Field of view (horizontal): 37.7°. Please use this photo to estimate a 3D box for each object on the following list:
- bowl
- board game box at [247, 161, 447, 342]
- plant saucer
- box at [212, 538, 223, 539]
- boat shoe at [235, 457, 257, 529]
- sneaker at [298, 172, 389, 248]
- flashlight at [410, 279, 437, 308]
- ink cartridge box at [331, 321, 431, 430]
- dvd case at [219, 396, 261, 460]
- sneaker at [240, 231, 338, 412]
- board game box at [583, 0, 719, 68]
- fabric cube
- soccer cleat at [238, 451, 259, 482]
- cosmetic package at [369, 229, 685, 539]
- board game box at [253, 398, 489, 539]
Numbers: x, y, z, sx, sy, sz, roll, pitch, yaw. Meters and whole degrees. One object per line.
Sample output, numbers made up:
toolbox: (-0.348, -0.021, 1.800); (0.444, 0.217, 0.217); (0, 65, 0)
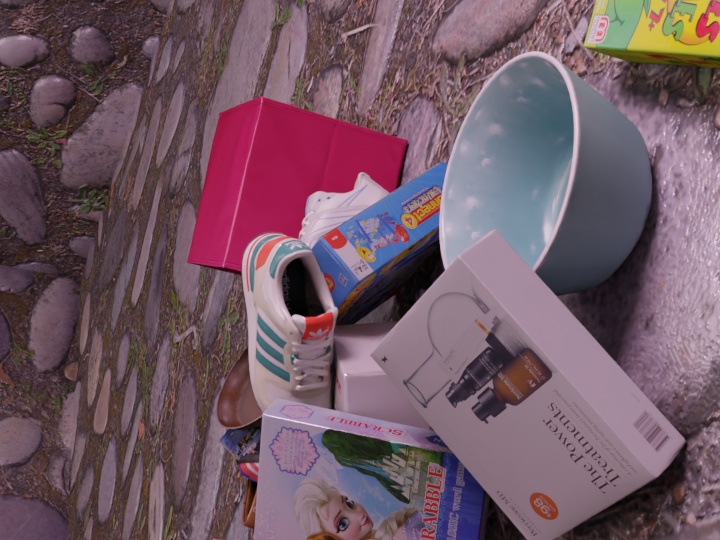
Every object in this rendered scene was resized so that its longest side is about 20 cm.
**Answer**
bowl: (0.155, -0.062, 0.838); (0.201, 0.104, 0.202); (-169, 90, -68)
board game box: (0.000, 0.000, 1.084); (0.056, 0.196, 0.200); (48, 140, 8)
plant saucer: (-0.111, 0.133, 1.395); (0.200, 0.032, 0.201); (-37, 27, 22)
box: (-0.153, 0.454, 1.338); (0.201, 0.102, 0.095); (-99, 30, -42)
boat shoe: (-0.125, 0.252, 1.406); (0.076, 0.073, 0.201); (129, 145, -48)
sneaker: (-0.045, -0.037, 1.174); (0.087, 0.200, 0.075); (48, 155, 7)
flashlight: (0.087, 0.097, 0.978); (0.201, 0.067, 0.068); (-106, 32, -46)
ink cartridge box: (0.016, 0.163, 1.000); (0.146, 0.084, 0.201); (-116, 24, -74)
dvd case: (-0.101, 0.194, 1.347); (0.143, 0.018, 0.200); (-51, 25, -10)
sneaker: (-0.056, 0.066, 0.946); (0.093, 0.070, 0.201); (8, 108, 64)
board game box: (0.245, -0.201, 0.762); (0.200, 0.047, 0.102); (-145, 69, -66)
fabric cube: (-0.082, -0.082, 1.303); (0.196, 0.199, 0.201); (-177, 100, -68)
soccer cleat: (-0.063, 0.244, 1.188); (0.199, 0.068, 0.074); (0, 80, 36)
cosmetic package: (0.115, 0.092, 0.778); (0.200, 0.052, 0.151); (49, 141, 9)
board game box: (0.006, 0.227, 0.909); (0.041, 0.198, 0.201); (-37, -46, -69)
